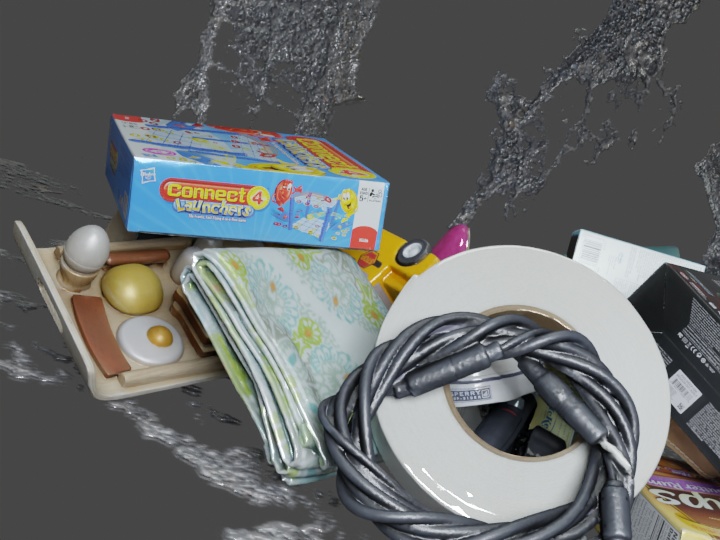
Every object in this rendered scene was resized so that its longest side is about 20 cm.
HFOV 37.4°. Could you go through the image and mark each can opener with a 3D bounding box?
[{"bbox_3d":[0.110,0.130,0.817,0.078,0.064,0.200,12,5,21],"label":"can opener"}]

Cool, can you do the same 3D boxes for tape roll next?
[{"bbox_3d":[0.103,0.079,0.707,0.202,0.203,0.037,17,-25,0],"label":"tape roll"}]

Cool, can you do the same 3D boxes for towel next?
[{"bbox_3d":[-0.024,0.058,0.757,0.200,0.048,0.171,1,56,-58],"label":"towel"}]

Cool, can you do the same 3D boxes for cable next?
[{"bbox_3d":[0.074,0.098,0.644,0.199,0.164,0.051,15,-23,1],"label":"cable"}]

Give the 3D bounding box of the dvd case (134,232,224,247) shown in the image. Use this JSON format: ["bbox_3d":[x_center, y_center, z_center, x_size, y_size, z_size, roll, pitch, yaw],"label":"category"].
[{"bbox_3d":[-0.126,0.018,0.991,0.150,0.025,0.200,16,-18,0],"label":"dvd case"}]

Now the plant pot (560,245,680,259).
[{"bbox_3d":[0.273,0.066,1.230,0.160,0.201,0.201,4,5,9],"label":"plant pot"}]

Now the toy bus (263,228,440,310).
[{"bbox_3d":[0.000,0.000,0.931,0.200,0.078,0.065,30,-22,50],"label":"toy bus"}]

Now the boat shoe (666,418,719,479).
[{"bbox_3d":[0.213,0.101,0.849,0.074,0.069,0.200,22,20,-45],"label":"boat shoe"}]

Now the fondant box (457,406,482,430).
[{"bbox_3d":[0.171,0.085,0.993,0.199,0.145,0.058,15,6,-15],"label":"fondant box"}]

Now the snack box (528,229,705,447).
[{"bbox_3d":[0.218,0.076,0.934,0.116,0.201,0.037,17,-4,0],"label":"snack box"}]

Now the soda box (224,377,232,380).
[{"bbox_3d":[-0.023,0.080,0.909,0.199,0.064,0.071,16,7,0],"label":"soda box"}]

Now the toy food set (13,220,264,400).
[{"bbox_3d":[-0.144,0.012,0.799,0.200,0.060,0.144,-7,51,-41],"label":"toy food set"}]

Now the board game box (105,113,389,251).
[{"bbox_3d":[-0.101,-0.075,0.872,0.195,0.056,0.200,4,16,-20],"label":"board game box"}]

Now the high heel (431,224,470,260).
[{"bbox_3d":[0.030,0.025,0.984,0.096,0.200,0.067,21,42,-6],"label":"high heel"}]

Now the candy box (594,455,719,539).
[{"bbox_3d":[0.232,0.181,0.745,0.116,0.057,0.200,16,8,-7],"label":"candy box"}]

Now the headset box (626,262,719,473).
[{"bbox_3d":[0.286,0.078,0.801,0.200,0.077,0.149,8,40,-53],"label":"headset box"}]

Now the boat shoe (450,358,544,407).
[{"bbox_3d":[0.100,0.066,0.836,0.072,0.066,0.200,-8,-3,22],"label":"boat shoe"}]

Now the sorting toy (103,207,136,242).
[{"bbox_3d":[-0.134,-0.031,1.041,0.200,0.185,0.037,25,42,-21],"label":"sorting toy"}]
